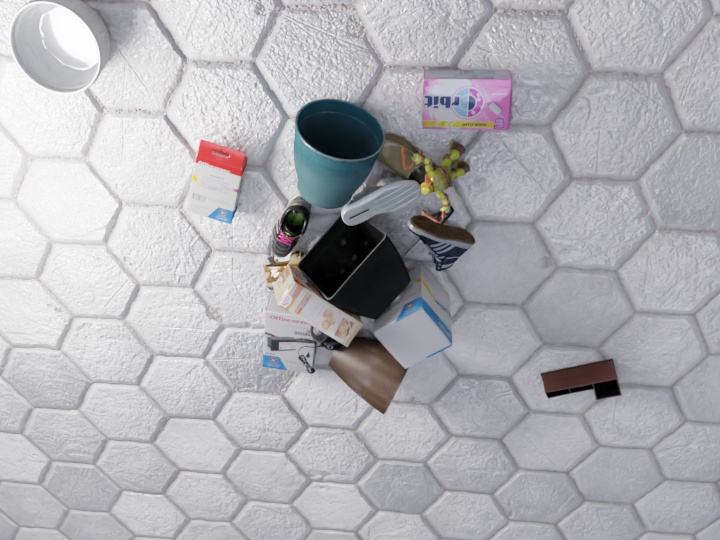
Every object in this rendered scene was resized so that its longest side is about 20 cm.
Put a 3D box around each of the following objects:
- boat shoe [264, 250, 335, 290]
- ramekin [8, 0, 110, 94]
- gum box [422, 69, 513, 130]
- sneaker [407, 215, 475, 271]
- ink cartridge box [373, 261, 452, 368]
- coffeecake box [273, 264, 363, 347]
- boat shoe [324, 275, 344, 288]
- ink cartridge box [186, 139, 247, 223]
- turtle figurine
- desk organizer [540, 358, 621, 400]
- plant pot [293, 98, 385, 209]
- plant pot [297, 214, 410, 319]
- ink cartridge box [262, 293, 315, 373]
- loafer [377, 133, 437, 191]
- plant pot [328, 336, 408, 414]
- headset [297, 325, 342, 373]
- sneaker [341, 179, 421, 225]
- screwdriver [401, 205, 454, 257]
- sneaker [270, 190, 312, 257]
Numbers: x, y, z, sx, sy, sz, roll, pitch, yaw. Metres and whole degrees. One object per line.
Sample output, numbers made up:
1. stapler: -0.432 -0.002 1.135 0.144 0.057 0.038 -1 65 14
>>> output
1. boat shoe: -0.159 -0.011 1.842 0.199 0.076 0.074 -18 101 11
2. ramekin: -0.642 -0.494 1.553 0.199 0.105 0.201 3 123 4
3. gum box: 0.235 -0.372 1.560 0.199 0.066 0.114 2 123 5
4. sneaker: 0.176 -0.063 1.743 0.199 0.070 0.109 14 131 -33
5. ink cartridge box: 0.133 0.110 1.813 0.147 0.200 0.145 -30 118 23
6. coffeecake box: -0.105 0.082 1.720 0.200 0.154 0.073 33 97 -17
7. boat shoe: -0.114 0.055 1.840 0.199 0.072 0.062 -13 85 -20
8. ink cartridge box: -0.342 -0.224 1.722 0.116 0.067 0.201 17 124 -6
9. turtle figurine: 0.179 -0.222 1.612 0.064 0.161 0.200 -1 127 53
10. desk organizer: 0.606 0.313 1.969 0.199 0.077 0.072 -15 121 16
11. plant pot: -0.065 -0.249 1.611 0.199 0.201 0.188 16 139 -5
12. plant pot: 0.000 0.000 1.741 0.200 0.200 0.177 -48 128 0
13. ink cartridge box: -0.189 0.173 1.960 0.144 0.084 0.201 8 123 0
14. loafer: 0.110 -0.246 1.657 0.199 0.068 0.076 28 122 -12
15. plant pot: 0.019 0.263 1.958 0.199 0.187 0.188 27 124 5
16. headset: -0.079 0.177 1.874 0.200 0.094 0.124 -40 148 3
17. sneaker: 0.045 -0.172 1.667 0.199 0.071 0.073 -18 129 15
18. screwdriver: 0.157 -0.091 1.777 0.200 0.028 0.029 -42 139 24
19. sneaker: -0.176 -0.102 1.773 0.073 0.088 0.200 25 123 -10
